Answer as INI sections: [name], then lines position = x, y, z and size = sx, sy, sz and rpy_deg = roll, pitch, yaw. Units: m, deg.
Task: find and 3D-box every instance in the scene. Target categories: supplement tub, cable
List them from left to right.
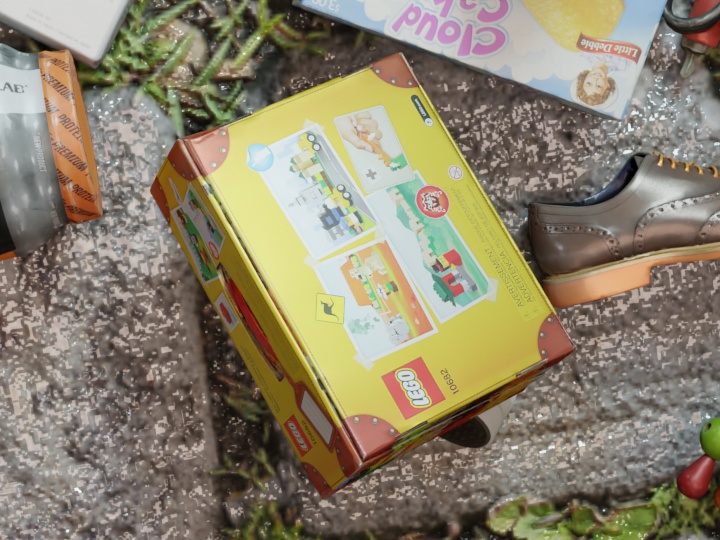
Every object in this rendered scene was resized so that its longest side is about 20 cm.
[supplement tub]
position = -0.250, -0.057, 0.951
size = 0.200, 0.123, 0.123
rpy_deg = -12, 101, -4
[cable]
position = 0.240, -0.203, 1.035
size = 0.097, 0.050, 0.200
rpy_deg = 15, 86, 8

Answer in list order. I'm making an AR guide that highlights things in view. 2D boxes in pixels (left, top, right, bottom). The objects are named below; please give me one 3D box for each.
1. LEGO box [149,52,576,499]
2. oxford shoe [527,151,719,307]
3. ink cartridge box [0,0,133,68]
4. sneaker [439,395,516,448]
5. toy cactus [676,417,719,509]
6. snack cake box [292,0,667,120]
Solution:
[LEGO box]
position = 0.000, 0.000, 0.953
size = 0.149, 0.077, 0.200
rpy_deg = -25, 79, -26
[oxford shoe]
position = 0.198, -0.042, 1.032
size = 0.200, 0.071, 0.073
rpy_deg = -19, 96, -3
[ink cartridge box]
position = -0.177, -0.238, 0.971
size = 0.162, 0.057, 0.200
rpy_deg = 26, 87, -10
[sneaker]
position = 0.008, 0.022, 1.034
size = 0.200, 0.073, 0.085
rpy_deg = 33, 59, -3
[toy cactus]
position = 0.308, 0.106, 1.066
size = 0.200, 0.102, 0.165
rpy_deg = 19, 87, -1
[snack cake box]
position = 0.073, -0.173, 0.996
size = 0.200, 0.067, 0.115
rpy_deg = 18, 96, -9
